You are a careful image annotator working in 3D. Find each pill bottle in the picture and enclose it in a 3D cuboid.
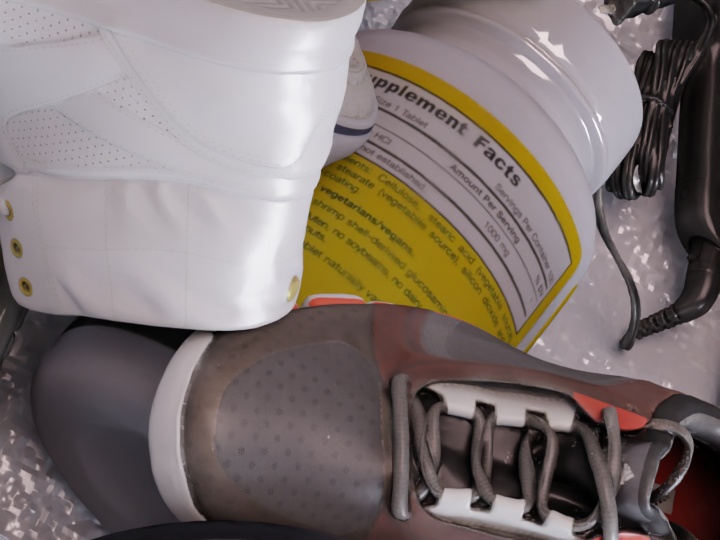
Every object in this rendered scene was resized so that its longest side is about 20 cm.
[{"bbox_3d":[0.000,0.000,0.831,0.112,0.112,0.200,41,62,-3],"label":"pill bottle"}]

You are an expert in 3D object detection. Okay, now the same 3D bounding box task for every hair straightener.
[{"bbox_3d":[0.107,-0.068,0.939,0.077,0.041,0.200,25,69,-24],"label":"hair straightener"}]

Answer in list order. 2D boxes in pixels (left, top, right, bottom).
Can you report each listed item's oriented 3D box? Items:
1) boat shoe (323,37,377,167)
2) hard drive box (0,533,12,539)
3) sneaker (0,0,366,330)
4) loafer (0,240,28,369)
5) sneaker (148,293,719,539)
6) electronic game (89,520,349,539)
[{"bbox_3d":[-0.050,-0.121,0.753,0.200,0.070,0.071,53,22,-5],"label":"boat shoe"},{"bbox_3d":[-0.178,0.143,0.666,0.077,0.200,0.156,41,49,-54],"label":"hard drive box"},{"bbox_3d":[-0.101,-0.048,0.721,0.200,0.116,0.074,21,31,19],"label":"sneaker"},{"bbox_3d":[-0.143,0.022,0.789,0.070,0.075,0.200,25,64,-16],"label":"loafer"},{"bbox_3d":[0.042,0.047,0.733,0.200,0.082,0.077,8,83,-29],"label":"sneaker"},{"bbox_3d":[-0.038,0.155,0.735,0.200,0.200,0.042,22,24,-12],"label":"electronic game"}]
